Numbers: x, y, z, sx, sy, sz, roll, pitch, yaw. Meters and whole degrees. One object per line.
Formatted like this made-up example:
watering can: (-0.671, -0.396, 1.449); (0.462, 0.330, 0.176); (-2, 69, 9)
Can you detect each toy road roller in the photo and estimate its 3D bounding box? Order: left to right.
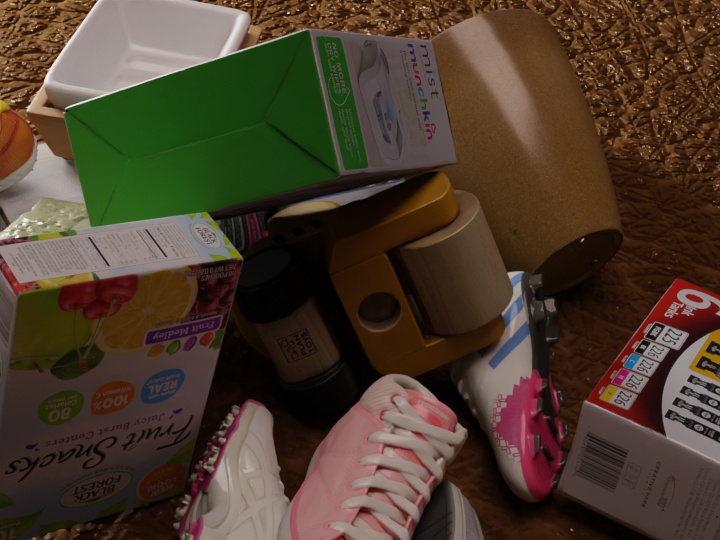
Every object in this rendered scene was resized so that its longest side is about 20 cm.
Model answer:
toy road roller: (0.000, 0.000, 0.890); (0.199, 0.123, 0.146); (-22, 29, 6)

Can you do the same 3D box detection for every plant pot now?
plant pot: (0.134, -0.084, 1.032); (0.185, 0.187, 0.201); (-15, 62, -26)

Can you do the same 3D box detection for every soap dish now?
soap dish: (-0.183, -0.163, 1.059); (0.156, 0.082, 0.201); (10, 40, 2)

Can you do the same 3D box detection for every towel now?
towel: (-0.183, -0.014, 0.851); (0.147, 0.037, 0.200); (7, 12, -2)

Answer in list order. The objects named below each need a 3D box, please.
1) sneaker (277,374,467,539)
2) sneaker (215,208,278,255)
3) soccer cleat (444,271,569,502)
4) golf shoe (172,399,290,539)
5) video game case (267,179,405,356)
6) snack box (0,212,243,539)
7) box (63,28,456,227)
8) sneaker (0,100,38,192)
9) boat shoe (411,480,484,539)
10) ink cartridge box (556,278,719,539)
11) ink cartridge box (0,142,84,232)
sneaker: (0.012, 0.130, 0.736); (0.075, 0.105, 0.200); (37, 20, -10)
sneaker: (-0.082, -0.101, 1.039); (0.074, 0.081, 0.201); (19, 78, 1)
soccer cleat: (0.103, 0.087, 0.886); (0.086, 0.070, 0.201); (-16, 42, 22)
golf shoe: (-0.071, 0.165, 0.758); (0.091, 0.075, 0.200); (26, 34, -11)
video game case: (0.025, -0.007, 1.025); (0.142, 0.018, 0.200); (-13, 41, -25)
snack box: (-0.160, 0.067, 0.730); (0.142, 0.201, 0.053); (-9, 42, -36)
box: (-0.064, -0.093, 0.823); (0.199, 0.097, 0.176); (-12, 1, 28)
sneaker: (-0.353, -0.066, 0.957); (0.200, 0.077, 0.073); (-43, 49, -11)
boat shoe: (0.054, 0.213, 0.710); (0.065, 0.074, 0.202); (36, 27, -23)
ink cartridge box: (0.260, 0.110, 0.841); (0.175, 0.084, 0.200); (24, 35, 21)
ink cartridge box: (-0.237, -0.035, 0.996); (0.108, 0.051, 0.200); (-15, 44, -27)
